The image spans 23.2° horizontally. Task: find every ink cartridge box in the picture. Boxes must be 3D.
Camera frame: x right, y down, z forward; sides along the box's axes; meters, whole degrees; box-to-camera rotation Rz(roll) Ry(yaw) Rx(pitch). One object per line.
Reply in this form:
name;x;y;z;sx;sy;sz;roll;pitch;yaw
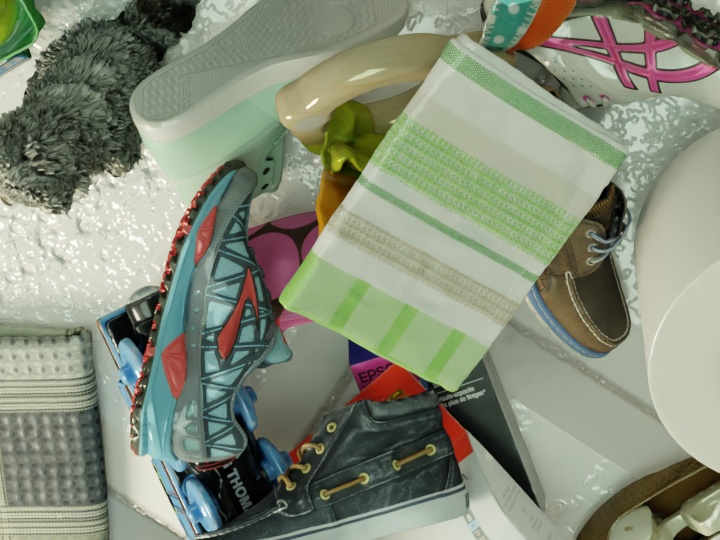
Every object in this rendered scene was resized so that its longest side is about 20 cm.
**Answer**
ink cartridge box;0.056;0.096;1.258;0.094;0.037;0.202;-19;102;14
ink cartridge box;0.038;0.187;1.245;0.200;0.047;0.160;47;121;-4

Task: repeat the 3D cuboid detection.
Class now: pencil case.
pencil case;0.000;0.000;1.198;0.198;0.095;0.091;-12;149;15

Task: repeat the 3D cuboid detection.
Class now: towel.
towel;-0.289;0.131;1.323;0.197;0.035;0.195;0;111;6
towel;0.057;-0.033;1.098;0.148;0.031;0.201;29;105;-27

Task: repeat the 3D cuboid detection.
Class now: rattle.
rattle;0.054;-0.087;1.096;0.198;0.144;0.130;-16;148;12

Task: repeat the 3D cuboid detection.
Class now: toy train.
toy train;-0.119;0.104;1.240;0.086;0.114;0.202;-28;98;-19

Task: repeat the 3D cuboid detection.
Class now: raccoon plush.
raccoon plush;-0.184;-0.130;1.163;0.096;0.134;0.202;23;110;1

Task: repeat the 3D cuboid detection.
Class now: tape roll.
tape roll;0.277;0.018;1.118;0.200;0.140;0.205;2;126;2

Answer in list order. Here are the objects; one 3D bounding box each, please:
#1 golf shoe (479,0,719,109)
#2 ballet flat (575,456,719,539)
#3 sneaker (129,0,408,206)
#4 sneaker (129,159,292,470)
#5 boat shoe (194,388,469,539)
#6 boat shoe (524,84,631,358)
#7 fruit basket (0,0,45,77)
golf shoe;0.173;-0.142;1.147;0.198;0.073;0.093;26;118;9
ballet flat;0.232;0.172;1.236;0.199;0.072;0.068;-32;101;16
sneaker;-0.052;-0.118;1.196;0.199;0.074;0.119;-28;144;-6
sneaker;-0.088;0.031;1.153;0.094;0.079;0.202;15;88;-10
boat shoe;-0.030;0.143;1.183;0.198;0.071;0.092;-14;86;-9
boat shoe;0.137;-0.031;1.167;0.072;0.072;0.201;-12;114;44
fruit basket;-0.290;-0.147;1.139;0.184;0.200;0.094;-28;101;15
